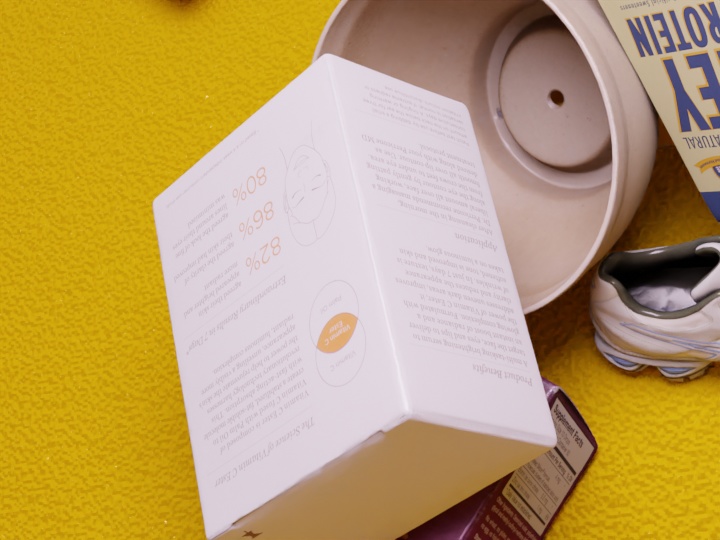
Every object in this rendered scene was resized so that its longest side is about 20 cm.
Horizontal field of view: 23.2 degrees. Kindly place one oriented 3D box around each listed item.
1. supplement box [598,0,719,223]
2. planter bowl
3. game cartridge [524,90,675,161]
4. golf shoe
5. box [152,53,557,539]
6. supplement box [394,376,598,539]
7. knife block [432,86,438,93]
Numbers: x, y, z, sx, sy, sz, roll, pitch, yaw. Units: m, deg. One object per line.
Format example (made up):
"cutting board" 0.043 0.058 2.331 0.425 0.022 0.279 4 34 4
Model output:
"supplement box" 0.243 -0.161 0.893 0.200 0.201 0.134 -40 18 -25
"planter bowl" 0.088 -0.087 0.988 0.199 0.134 0.202 14 114 34
"game cartridge" 0.167 -0.172 1.027 0.175 0.032 0.202 -3 94 35
"golf shoe" 0.221 0.018 0.962 0.198 0.097 0.079 -4 65 16
"box" -0.009 0.023 0.888 0.152 0.106 0.201 -35 55 36
"supplement box" 0.021 0.136 0.979 0.130 0.103 0.201 27 78 29
"knife block" 0.000 0.000 1.068 0.199 0.064 0.176 -30 62 5
